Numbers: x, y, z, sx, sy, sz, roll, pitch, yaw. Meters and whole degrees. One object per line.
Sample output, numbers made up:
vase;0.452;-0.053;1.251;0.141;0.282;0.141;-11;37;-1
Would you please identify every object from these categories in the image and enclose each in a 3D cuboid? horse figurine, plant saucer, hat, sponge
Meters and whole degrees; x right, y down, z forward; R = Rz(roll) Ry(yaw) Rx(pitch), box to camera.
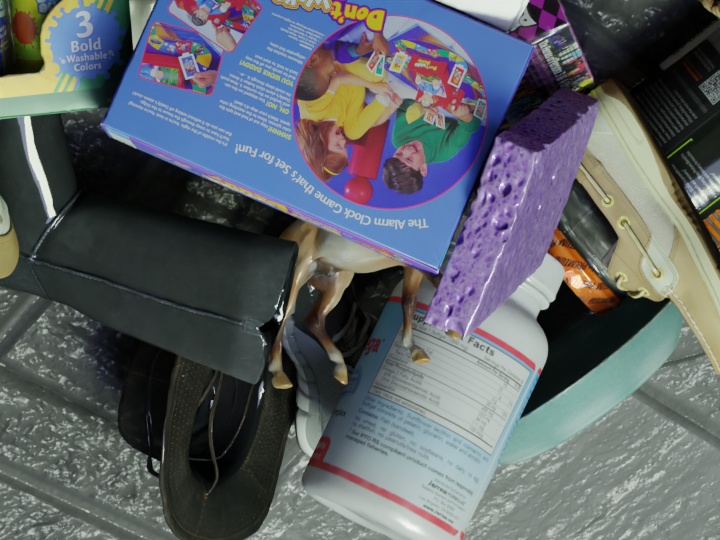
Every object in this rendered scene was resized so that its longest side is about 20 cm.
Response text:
horse figurine;0.000;0.000;1.395;0.200;0.133;0.050;-18;156;34
plant saucer;0.147;0.075;1.529;0.200;0.200;0.036;-36;94;8
hat;-0.112;0.089;1.496;0.081;0.201;0.201;10;133;23
sponge;0.090;-0.037;1.288;0.030;0.200;0.112;23;107;11

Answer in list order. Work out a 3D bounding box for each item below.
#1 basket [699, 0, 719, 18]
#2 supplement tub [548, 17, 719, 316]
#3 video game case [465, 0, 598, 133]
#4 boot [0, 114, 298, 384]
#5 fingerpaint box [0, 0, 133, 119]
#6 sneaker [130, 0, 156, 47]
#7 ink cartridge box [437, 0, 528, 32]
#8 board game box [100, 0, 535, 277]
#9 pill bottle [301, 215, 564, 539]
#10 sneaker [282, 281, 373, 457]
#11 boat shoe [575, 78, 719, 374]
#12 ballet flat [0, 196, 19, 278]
basket;0.309;-0.209;1.404;0.200;0.143;0.149;19;117;-32
supplement tub;0.207;-0.067;1.486;0.200;0.123;0.123;-38;129;9
video game case;0.052;-0.101;1.373;0.181;0.036;0.200;-23;167;8
boot;-0.133;-0.032;1.353;0.200;0.066;0.165;21;128;9
fingerpaint box;-0.231;-0.167;1.239;0.200;0.073;0.167;-7;105;-16
sneaker;-0.082;-0.162;1.333;0.200;0.080;0.074;-10;130;-12
ink cartridge box;0.005;-0.227;1.242;0.200;0.147;0.086;21;114;-16
board game box;-0.023;-0.098;1.229;0.200;0.045;0.135;24;86;2
pill bottle;0.051;0.072;1.427;0.109;0.109;0.200;34;77;-37
sneaker;0.012;0.064;1.508;0.075;0.115;0.200;-52;150;-34
boat shoe;0.180;-0.019;1.402;0.066;0.074;0.200;-28;87;12
ballet flat;-0.237;-0.038;1.256;0.063;0.069;0.200;-43;158;14
